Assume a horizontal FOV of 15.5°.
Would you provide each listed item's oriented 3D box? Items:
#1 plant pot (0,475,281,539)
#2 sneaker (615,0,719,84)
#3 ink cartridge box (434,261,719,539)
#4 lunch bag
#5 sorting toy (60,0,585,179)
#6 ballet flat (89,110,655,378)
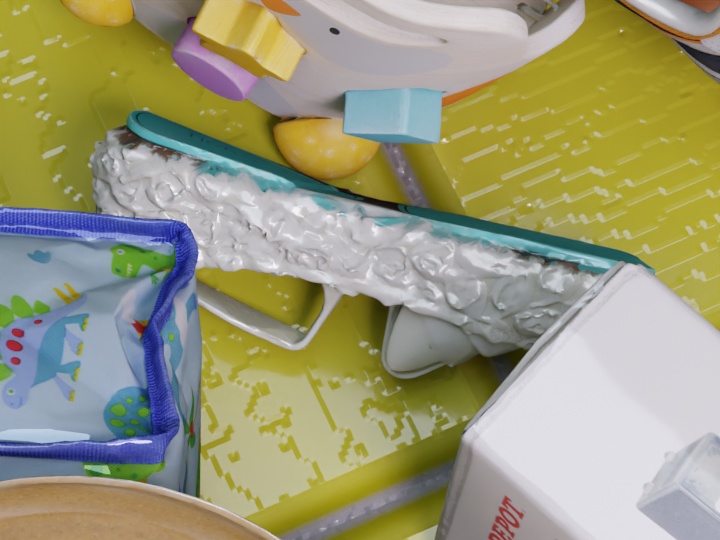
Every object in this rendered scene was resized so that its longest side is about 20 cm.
[{"bbox_3d":[-0.081,0.148,0.732,0.200,0.027,0.200,-1,104,-4],"label":"plant pot"},{"bbox_3d":[0.082,-0.142,0.910,0.200,0.079,0.078,39,89,23],"label":"sneaker"},{"bbox_3d":[0.123,0.107,0.831,0.200,0.146,0.085,43,74,12],"label":"ink cartridge box"},{"bbox_3d":[-0.150,0.075,0.802,0.200,0.170,0.128,4,40,0],"label":"lunch bag"},{"bbox_3d":[-0.019,-0.105,0.862,0.200,0.180,0.107,34,86,-9],"label":"sorting toy"},{"bbox_3d":[0.000,0.000,0.915,0.200,0.072,0.072,16,70,5],"label":"ballet flat"}]
